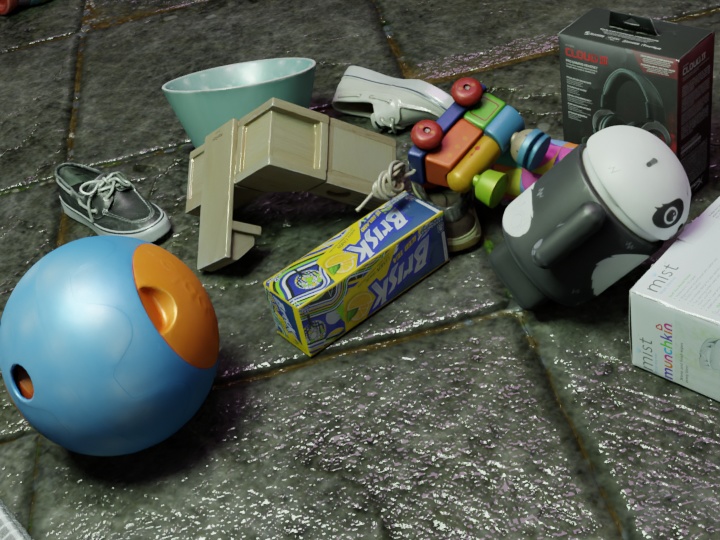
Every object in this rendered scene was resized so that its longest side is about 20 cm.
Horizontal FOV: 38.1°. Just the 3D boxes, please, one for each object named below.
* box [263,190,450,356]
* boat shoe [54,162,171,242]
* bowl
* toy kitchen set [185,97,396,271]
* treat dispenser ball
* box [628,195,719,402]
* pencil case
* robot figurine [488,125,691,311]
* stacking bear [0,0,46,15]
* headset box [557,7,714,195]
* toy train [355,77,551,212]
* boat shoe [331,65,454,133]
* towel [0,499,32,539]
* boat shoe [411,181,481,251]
[{"bbox_3d":[0.000,0.000,1.088,0.199,0.071,0.064,-34,44,-25],"label":"box"},{"bbox_3d":[-0.315,-0.091,1.303,0.073,0.069,0.199,-36,43,-27],"label":"boat shoe"},{"bbox_3d":[-0.148,-0.203,1.343,0.199,0.106,0.201,-7,21,3],"label":"bowl"},{"bbox_3d":[-0.089,-0.072,1.226,0.199,0.179,0.165,-19,64,52],"label":"toy kitchen set"},{"bbox_3d":[-0.230,0.069,0.962,0.199,0.202,0.202,-8,37,6],"label":"treat dispenser ball"},{"bbox_3d":[0.365,0.023,0.925,0.176,0.097,0.200,22,50,38],"label":"box"},{"bbox_3d":[0.227,-0.097,1.138,0.199,0.089,0.088,17,46,37],"label":"pencil case"},{"bbox_3d":[0.217,-0.045,0.986,0.200,0.124,0.151,-42,29,32],"label":"robot figurine"},{"bbox_3d":[-0.602,-0.570,1.983,0.199,0.122,0.113,-27,36,-30],"label":"stacking bear"},{"bbox_3d":[0.297,-0.185,1.127,0.148,0.201,0.077,25,50,39],"label":"headset box"},{"bbox_3d":[0.101,-0.100,1.089,0.115,0.085,0.200,32,67,24],"label":"toy train"},{"bbox_3d":[0.043,-0.211,1.362,0.199,0.071,0.070,23,77,33],"label":"boat shoe"},{"bbox_3d":[-0.348,0.256,0.854,0.165,0.086,0.199,-36,43,-26],"label":"towel"},{"bbox_3d":[0.097,-0.102,1.194,0.072,0.065,0.201,-14,37,-2],"label":"boat shoe"}]
